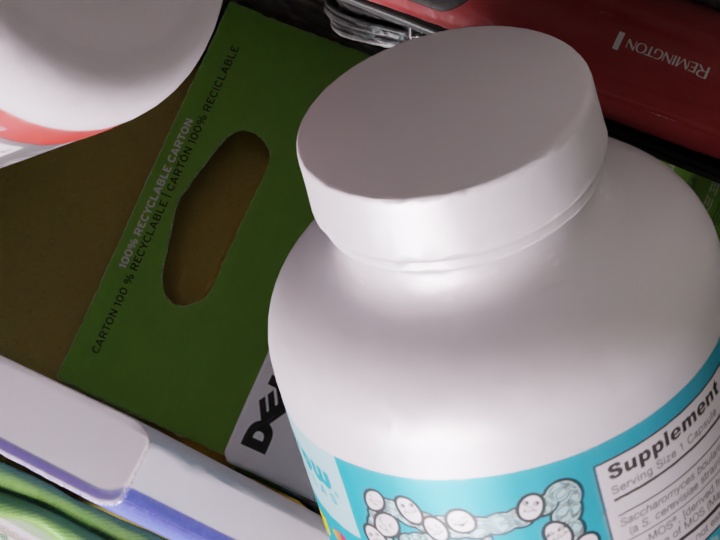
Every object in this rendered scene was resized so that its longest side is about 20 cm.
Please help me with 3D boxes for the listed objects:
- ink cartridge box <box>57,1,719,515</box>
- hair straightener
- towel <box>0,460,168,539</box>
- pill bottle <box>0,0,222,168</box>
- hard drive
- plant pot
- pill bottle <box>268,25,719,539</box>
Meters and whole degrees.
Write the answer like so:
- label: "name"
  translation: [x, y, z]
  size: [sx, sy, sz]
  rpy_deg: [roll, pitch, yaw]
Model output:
- label: "ink cartridge box"
  translation: [0.000, 0.000, 0.828]
  size: [0.199, 0.149, 0.076]
  rpy_deg: [22, 174, 24]
- label: "hair straightener"
  translation: [0.034, -0.056, 0.693]
  size: [0.199, 0.041, 0.077]
  rpy_deg: [16, 172, 22]
- label: "towel"
  translation: [-0.148, 0.073, 0.858]
  size: [0.149, 0.031, 0.200]
  rpy_deg: [29, 165, -30]
- label: "pill bottle"
  translation: [-0.137, -0.065, 0.610]
  size: [0.199, 0.117, 0.116]
  rpy_deg: [-16, 149, 35]
- label: "hard drive"
  translation: [-0.039, 0.077, 0.830]
  size: [0.132, 0.025, 0.200]
  rpy_deg: [20, 171, 47]
- label: "plant pot"
  translation: [-0.090, 0.011, 0.995]
  size: [0.176, 0.201, 0.200]
  rpy_deg: [20, 169, 33]
- label: "pill bottle"
  translation: [0.042, 0.043, 0.656]
  size: [0.110, 0.111, 0.201]
  rpy_deg: [19, 138, 42]
